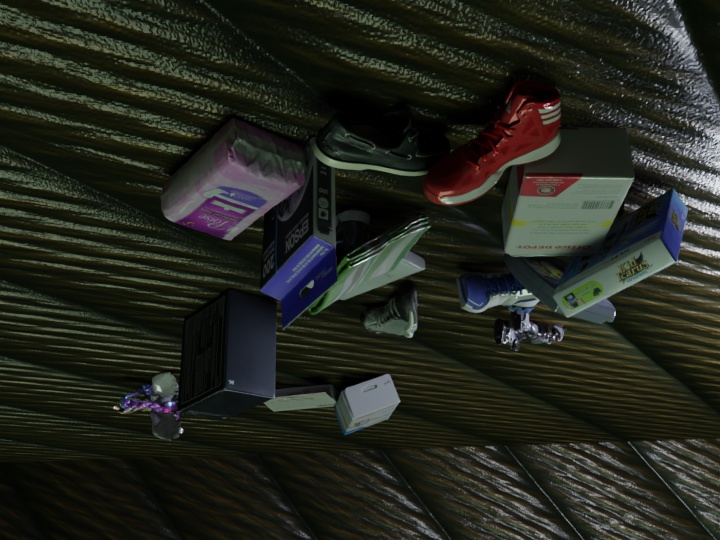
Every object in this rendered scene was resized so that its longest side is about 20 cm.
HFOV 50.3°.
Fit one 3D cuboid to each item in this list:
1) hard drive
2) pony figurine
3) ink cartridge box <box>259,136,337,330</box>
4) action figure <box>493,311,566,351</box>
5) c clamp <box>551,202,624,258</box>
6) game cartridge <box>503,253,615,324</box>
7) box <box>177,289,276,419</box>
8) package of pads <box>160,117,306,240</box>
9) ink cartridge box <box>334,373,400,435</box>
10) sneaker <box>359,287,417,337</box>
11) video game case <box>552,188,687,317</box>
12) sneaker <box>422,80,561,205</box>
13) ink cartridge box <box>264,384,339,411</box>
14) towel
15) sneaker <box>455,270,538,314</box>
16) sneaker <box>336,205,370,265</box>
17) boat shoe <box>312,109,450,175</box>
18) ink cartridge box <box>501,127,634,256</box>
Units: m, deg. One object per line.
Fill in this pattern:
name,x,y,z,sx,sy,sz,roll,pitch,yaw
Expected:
hard drive,0.000,0.000,1.382,0.198,0.027,0.131,-22,149,36
pony figurine,-0.518,0.350,1.998,0.189,0.170,0.199,-5,173,25
ink cartridge box,-0.088,-0.045,1.056,0.043,0.204,0.198,9,154,-25
action figure,0.368,0.137,1.674,0.129,0.071,0.198,-27,150,34
c clamp,0.338,-0.088,1.226,0.169,0.028,0.198,23,147,-35
game cartridge,0.321,0.018,1.275,0.131,0.201,0.042,11,113,-21
box,-0.264,0.173,1.527,0.122,0.204,0.197,16,151,-34
package of pads,-0.175,-0.119,1.038,0.119,0.077,0.199,19,148,-35
ink cartridge box,0.015,0.367,2.089,0.142,0.086,0.201,-18,158,-15
sneaker,0.055,0.091,1.536,0.113,0.077,0.201,0,157,1
video game case,0.392,-0.029,1.151,0.180,0.046,0.200,-34,-173,36
sneaker,0.158,-0.167,0.935,0.198,0.079,0.116,-32,147,-12
ink cartridge box,-0.171,0.344,2.112,0.196,0.046,0.177,-7,157,9
towel,0.017,-0.007,1.192,0.199,0.031,0.150,-32,163,-43
sneaker,0.278,0.023,1.410,0.196,0.082,0.115,4,153,-31
sneaker,-0.044,-0.021,1.249,0.065,0.092,0.200,10,153,-25
boat shoe,0.038,-0.168,0.953,0.196,0.075,0.067,1,139,-26
ink cartridge box,0.281,-0.106,1.075,0.142,0.085,0.201,0,151,2
